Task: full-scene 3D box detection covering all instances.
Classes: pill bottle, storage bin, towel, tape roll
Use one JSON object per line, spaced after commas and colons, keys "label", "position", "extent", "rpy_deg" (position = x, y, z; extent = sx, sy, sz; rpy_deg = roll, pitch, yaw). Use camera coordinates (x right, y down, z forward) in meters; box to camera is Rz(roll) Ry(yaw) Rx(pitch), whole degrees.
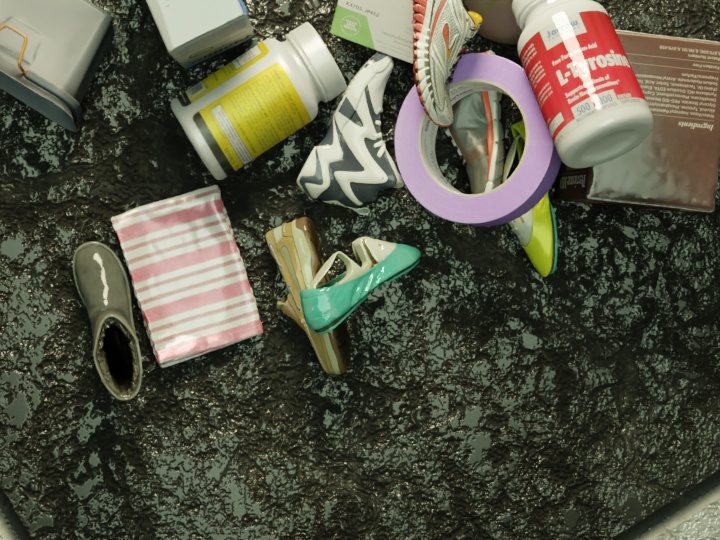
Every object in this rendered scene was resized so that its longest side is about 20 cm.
{"label": "pill bottle", "position": [-0.123, -0.210, 1.460], "extent": [0.198, 0.114, 0.115], "rpy_deg": [-33, 95, -2]}
{"label": "storage bin", "position": [-0.397, -0.285, 1.430], "extent": [0.198, 0.146, 0.136], "rpy_deg": [30, 81, -6]}
{"label": "towel", "position": [-0.218, 0.006, 1.504], "extent": [0.144, 0.030, 0.203], "rpy_deg": [-18, 94, -8]}
{"label": "tape roll", "position": [0.143, -0.156, 1.441], "extent": [0.197, 0.065, 0.204], "rpy_deg": [0, 90, 21]}
{"label": "pill bottle", "position": [0.244, -0.228, 1.341], "extent": [0.110, 0.112, 0.203], "rpy_deg": [-18, 72, -3]}

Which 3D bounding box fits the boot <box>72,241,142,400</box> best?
{"label": "boot", "position": [-0.303, 0.055, 1.417], "extent": [0.072, 0.200, 0.185], "rpy_deg": [-21, 95, -4]}

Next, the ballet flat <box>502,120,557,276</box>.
{"label": "ballet flat", "position": [0.214, -0.094, 1.517], "extent": [0.066, 0.067, 0.204], "rpy_deg": [2, 87, -12]}

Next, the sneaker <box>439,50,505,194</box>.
{"label": "sneaker", "position": [0.140, -0.175, 1.514], "extent": [0.080, 0.077, 0.204], "rpy_deg": [-1, 88, 14]}

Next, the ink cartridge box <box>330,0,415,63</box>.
{"label": "ink cartridge box", "position": [0.046, -0.366, 1.424], "extent": [0.115, 0.068, 0.202], "rpy_deg": [19, 125, 0]}

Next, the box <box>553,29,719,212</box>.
{"label": "box", "position": [0.344, -0.180, 1.472], "extent": [0.161, 0.166, 0.204], "rpy_deg": [6, 92, -6]}

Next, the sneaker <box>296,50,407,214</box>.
{"label": "sneaker", "position": [0.019, -0.161, 1.492], "extent": [0.128, 0.079, 0.201], "rpy_deg": [30, 91, -7]}

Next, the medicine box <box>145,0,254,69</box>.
{"label": "medicine box", "position": [-0.209, -0.350, 1.402], "extent": [0.102, 0.200, 0.185], "rpy_deg": [-24, 95, 0]}

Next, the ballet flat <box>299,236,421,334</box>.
{"label": "ballet flat", "position": [0.000, 0.000, 1.465], "extent": [0.199, 0.067, 0.071], "rpy_deg": [-36, 109, -36]}

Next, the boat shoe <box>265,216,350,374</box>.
{"label": "boat shoe", "position": [-0.070, 0.038, 1.509], "extent": [0.075, 0.072, 0.203], "rpy_deg": [-17, 87, 11]}

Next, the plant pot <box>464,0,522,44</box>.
{"label": "plant pot", "position": [0.202, -0.385, 1.430], "extent": [0.184, 0.200, 0.191], "rpy_deg": [0, 91, -3]}

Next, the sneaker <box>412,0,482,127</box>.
{"label": "sneaker", "position": [0.100, -0.266, 1.373], "extent": [0.081, 0.078, 0.204], "rpy_deg": [0, 109, 3]}
